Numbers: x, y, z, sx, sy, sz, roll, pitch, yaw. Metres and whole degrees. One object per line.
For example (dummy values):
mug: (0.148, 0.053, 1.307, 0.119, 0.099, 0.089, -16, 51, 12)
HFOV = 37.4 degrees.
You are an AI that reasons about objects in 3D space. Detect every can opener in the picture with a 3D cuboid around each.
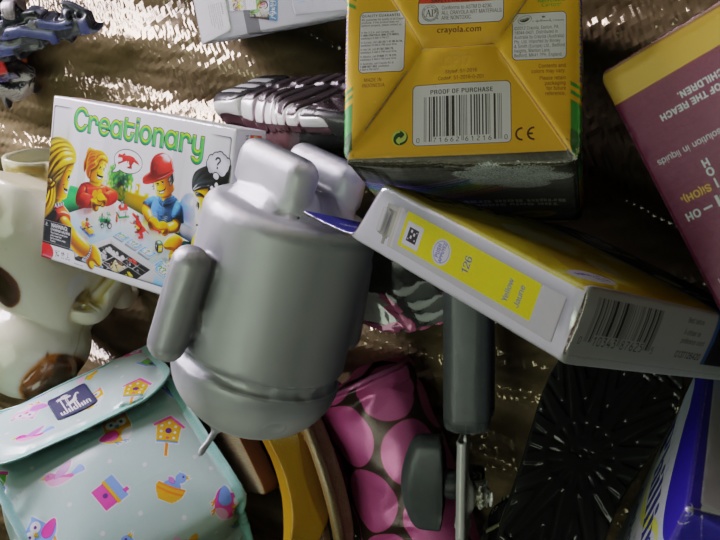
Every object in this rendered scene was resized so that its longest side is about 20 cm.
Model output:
can opener: (0.062, 0.088, 0.716, 0.065, 0.053, 0.203, 5, 102, 10)

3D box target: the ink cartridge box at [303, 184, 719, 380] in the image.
ink cartridge box: (0.101, -0.002, 0.596, 0.199, 0.196, 0.048, 35, 109, 43)

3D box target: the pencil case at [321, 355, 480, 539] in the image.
pencil case: (0.028, 0.169, 0.808, 0.093, 0.090, 0.203, -15, 94, 41)

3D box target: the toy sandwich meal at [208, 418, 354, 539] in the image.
toy sandwich meal: (-0.071, 0.154, 0.836, 0.205, 0.069, 0.208, 162, 90, -72)

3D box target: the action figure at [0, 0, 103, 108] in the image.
action figure: (-0.312, -0.243, 0.938, 0.197, 0.105, 0.196, 0, 114, 10)

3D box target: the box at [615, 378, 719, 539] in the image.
box: (0.203, 0.178, 0.605, 0.104, 0.184, 0.202, 23, 118, 11)

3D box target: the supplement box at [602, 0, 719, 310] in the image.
supplement box: (0.234, -0.047, 0.555, 0.103, 0.130, 0.202, -28, 87, 40)

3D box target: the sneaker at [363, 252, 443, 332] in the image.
sneaker: (0.000, 0.000, 0.780, 0.197, 0.086, 0.081, -9, 104, 16)

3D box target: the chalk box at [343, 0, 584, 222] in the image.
chalk box: (0.070, -0.099, 0.627, 0.123, 0.200, 0.126, 0, 82, 11)

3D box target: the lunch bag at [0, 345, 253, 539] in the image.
lunch bag: (-0.201, 0.164, 0.846, 0.201, 0.169, 0.123, 53, 159, 29)

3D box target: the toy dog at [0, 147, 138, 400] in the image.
toy dog: (-0.273, 0.014, 0.918, 0.138, 0.194, 0.203, 15, 108, 18)

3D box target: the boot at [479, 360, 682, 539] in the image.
boot: (0.138, 0.143, 0.714, 0.079, 0.212, 0.158, 27, 163, 15)

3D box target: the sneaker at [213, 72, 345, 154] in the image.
sneaker: (-0.031, -0.077, 0.768, 0.199, 0.075, 0.117, 20, 129, 57)

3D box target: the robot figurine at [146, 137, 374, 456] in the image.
robot figurine: (-0.057, 0.021, 0.678, 0.112, 0.168, 0.203, 29, 110, 45)

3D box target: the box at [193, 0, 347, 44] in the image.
box: (-0.045, -0.253, 0.748, 0.198, 0.041, 0.158, -1, 105, 38)

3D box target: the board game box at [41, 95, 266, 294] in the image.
board game box: (-0.158, -0.054, 0.785, 0.198, 0.034, 0.128, 14, 101, 35)
